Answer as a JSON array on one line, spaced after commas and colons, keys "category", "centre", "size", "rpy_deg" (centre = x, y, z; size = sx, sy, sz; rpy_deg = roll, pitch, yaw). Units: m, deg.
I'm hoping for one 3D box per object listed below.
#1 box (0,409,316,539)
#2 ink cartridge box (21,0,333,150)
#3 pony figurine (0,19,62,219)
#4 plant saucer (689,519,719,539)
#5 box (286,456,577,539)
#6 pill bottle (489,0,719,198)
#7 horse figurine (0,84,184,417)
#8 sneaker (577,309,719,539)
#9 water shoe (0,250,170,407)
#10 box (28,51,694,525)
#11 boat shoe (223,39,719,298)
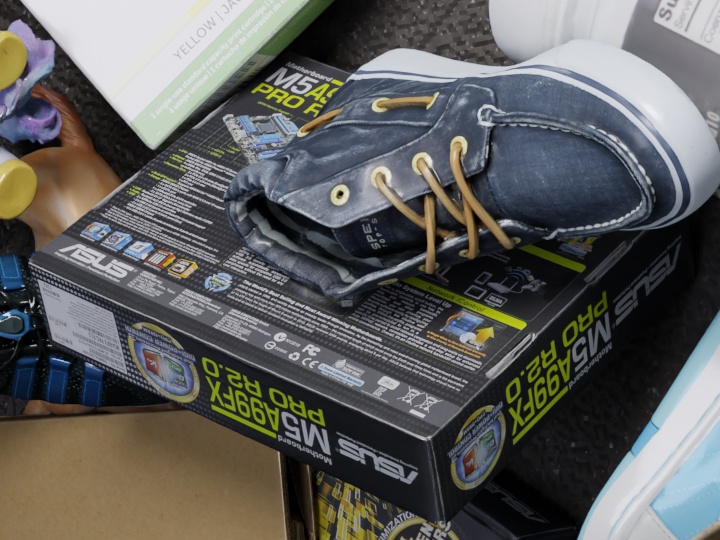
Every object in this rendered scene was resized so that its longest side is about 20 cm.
[{"category": "box", "centre": [-0.095, 0.139, 1.181], "size": [0.200, 0.021, 0.164], "rpy_deg": [-6, 89, 41]}, {"category": "ink cartridge box", "centre": [-0.092, -0.169, 1.144], "size": [0.145, 0.048, 0.200], "rpy_deg": [-43, 83, 12]}, {"category": "pony figurine", "centre": [-0.213, -0.077, 1.179], "size": [0.200, 0.167, 0.193], "rpy_deg": [21, 72, 42]}, {"category": "plant saucer", "centre": [0.193, 0.127, 0.951], "size": [0.199, 0.036, 0.201], "rpy_deg": [9, 135, 9]}, {"category": "box", "centre": [-0.014, 0.150, 1.160], "size": [0.161, 0.049, 0.201], "rpy_deg": [36, 114, 34]}, {"category": "pill bottle", "centre": [0.150, -0.074, 0.972], "size": [0.200, 0.113, 0.113], "rpy_deg": [31, 111, 30]}, {"category": "horse figurine", "centre": [-0.133, 0.004, 1.239], "size": [0.132, 0.050, 0.201], "rpy_deg": [-10, 88, 39]}, {"category": "sneaker", "centre": [0.159, 0.096, 1.005], "size": [0.131, 0.079, 0.200], "rpy_deg": [40, 117, 29]}, {"category": "water shoe", "centre": [-0.135, 0.028, 1.163], "size": [0.199, 0.079, 0.072], "rpy_deg": [-6, 95, 34]}, {"category": "box", "centre": [0.000, 0.000, 1.069], "size": [0.200, 0.160, 0.044], "rpy_deg": [22, 138, 33]}, {"category": "boat shoe", "centre": [0.035, -0.027, 0.981], "size": [0.200, 0.091, 0.071], "rpy_deg": [7, 132, 57]}]
